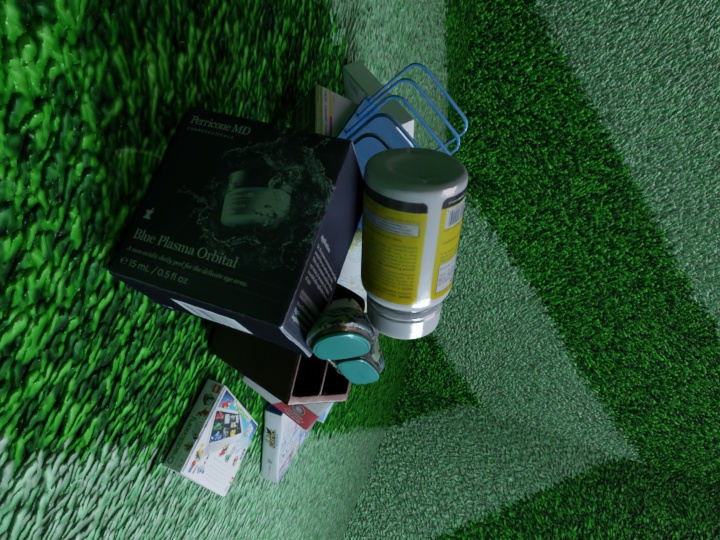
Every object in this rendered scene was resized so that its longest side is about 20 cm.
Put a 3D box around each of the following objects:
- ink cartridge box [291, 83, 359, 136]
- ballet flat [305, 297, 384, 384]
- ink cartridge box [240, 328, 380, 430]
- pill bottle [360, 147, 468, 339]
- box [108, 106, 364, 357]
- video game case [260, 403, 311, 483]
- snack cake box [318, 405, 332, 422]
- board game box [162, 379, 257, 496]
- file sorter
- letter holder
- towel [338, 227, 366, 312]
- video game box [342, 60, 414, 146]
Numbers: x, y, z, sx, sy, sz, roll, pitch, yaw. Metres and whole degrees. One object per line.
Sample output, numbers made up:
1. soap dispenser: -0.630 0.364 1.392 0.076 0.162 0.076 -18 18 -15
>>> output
1. ink cartridge box: -0.006 -0.172 0.793 0.075 0.197 0.151 -29 -125 47
2. ballet flat: -0.016 0.068 0.549 0.201 0.073 0.075 75 33 -65
3. ink cartridge box: -0.081 0.139 0.838 0.201 0.146 0.083 -51 -178 28
4. pill bottle: 0.056 -0.027 0.596 0.115 0.112 0.203 -56 154 -52
5. box: -0.118 -0.043 0.546 0.118 0.193 0.203 68 40 -67
6. video game case: -0.150 0.319 1.117 0.200 0.045 0.184 -50 150 -60
7. snack cake box: -0.062 0.206 1.072 0.200 0.066 0.117 -51 162 -68
8. board game box: -0.222 0.265 0.792 0.201 0.034 0.128 83 26 -57
9. file sorter: 0.050 -0.167 0.705 0.122 0.139 0.201 -27 -153 46
10. letter holder: -0.101 0.073 0.690 0.100 0.198 0.145 10 95 -44
11. towel: 0.000 0.000 0.886 0.201 0.169 0.049 56 23 -43
12. video game box: 0.033 -0.260 0.968 0.046 0.201 0.184 -23 147 -15
